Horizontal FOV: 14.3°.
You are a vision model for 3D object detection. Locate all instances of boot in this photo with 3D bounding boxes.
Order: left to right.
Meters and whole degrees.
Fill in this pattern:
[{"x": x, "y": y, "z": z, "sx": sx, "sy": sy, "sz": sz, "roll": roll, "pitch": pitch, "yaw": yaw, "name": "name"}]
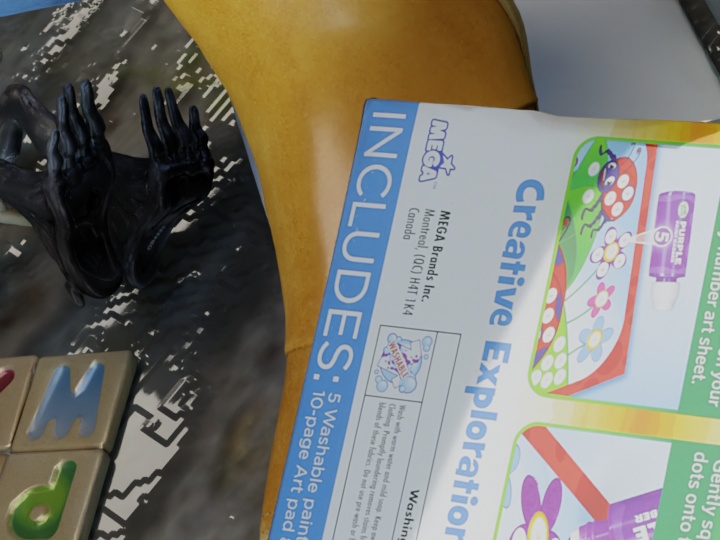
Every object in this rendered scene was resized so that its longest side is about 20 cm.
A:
[{"x": 0.000, "y": 0.000, "z": 0.686, "sx": 0.071, "sy": 0.201, "sz": 0.144, "roll": -22, "pitch": 37, "yaw": 50, "name": "boot"}]

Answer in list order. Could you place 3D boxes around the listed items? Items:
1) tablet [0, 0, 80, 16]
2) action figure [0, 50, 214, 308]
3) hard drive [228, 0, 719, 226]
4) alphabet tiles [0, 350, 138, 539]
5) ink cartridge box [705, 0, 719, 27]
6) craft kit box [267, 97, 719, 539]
[{"x": -0.046, "y": -0.106, "z": 0.733, "sx": 0.200, "sy": 0.130, "sz": 0.014, "roll": -30, "pitch": 77, "yaw": 57, "name": "tablet"}, {"x": -0.146, "y": -0.043, "z": 0.864, "sx": 0.200, "sy": 0.119, "sz": 0.102, "roll": 6, "pitch": 101, "yaw": 29, "name": "action figure"}, {"x": 0.023, "y": -0.075, "z": 0.844, "sx": 0.132, "sy": 0.026, "sz": 0.200, "roll": -28, "pitch": 47, "yaw": 10, "name": "hard drive"}, {"x": -0.170, "y": 0.100, "z": 0.841, "sx": 0.200, "sy": 0.008, "sz": 0.167, "roll": -5, "pitch": 55, "yaw": 28, "name": "alphabet tiles"}, {"x": 0.122, "y": -0.190, "z": 0.789, "sx": 0.145, "sy": 0.145, "sz": 0.200, "roll": -24, "pitch": 48, "yaw": 14, "name": "ink cartridge box"}, {"x": 0.074, "y": 0.068, "z": 0.586, "sx": 0.197, "sy": 0.049, "sz": 0.200, "roll": 6, "pitch": 76, "yaw": 32, "name": "craft kit box"}]
